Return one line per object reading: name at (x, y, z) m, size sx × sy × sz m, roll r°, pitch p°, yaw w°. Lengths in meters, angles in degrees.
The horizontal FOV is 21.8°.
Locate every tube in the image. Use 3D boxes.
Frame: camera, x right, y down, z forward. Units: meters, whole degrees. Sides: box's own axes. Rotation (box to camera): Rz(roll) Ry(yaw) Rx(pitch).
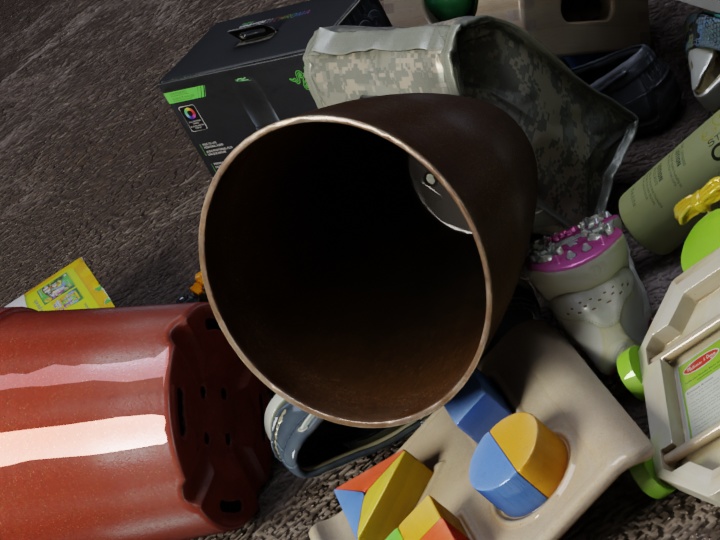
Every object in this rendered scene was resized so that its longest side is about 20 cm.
tube at (0.245, -0.087, 1.190) m, size 0.052 × 0.058 × 0.200 m, roll -14°, pitch -23°, yaw -48°

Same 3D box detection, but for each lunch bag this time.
lunch bag at (0.069, -0.108, 1.321) m, size 0.163 × 0.199 × 0.119 m, roll 7°, pitch 70°, yaw 51°

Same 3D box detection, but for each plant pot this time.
plant pot at (-0.174, 0.108, 1.244) m, size 0.193 × 0.202 × 0.201 m, roll -8°, pitch 32°, yaw 22°
plant pot at (0.030, -0.033, 1.138) m, size 0.185 × 0.189 × 0.200 m, roll -14°, pitch 14°, yaw 31°

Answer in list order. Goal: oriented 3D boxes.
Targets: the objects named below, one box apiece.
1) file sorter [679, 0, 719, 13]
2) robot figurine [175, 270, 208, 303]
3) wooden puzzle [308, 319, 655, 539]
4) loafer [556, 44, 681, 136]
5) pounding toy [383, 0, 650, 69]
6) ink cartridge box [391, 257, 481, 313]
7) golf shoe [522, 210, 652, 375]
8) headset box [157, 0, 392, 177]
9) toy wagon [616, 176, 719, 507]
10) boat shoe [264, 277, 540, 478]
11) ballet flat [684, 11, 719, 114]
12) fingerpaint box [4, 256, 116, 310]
file sorter at (0.267, -0.276, 1.391) m, size 0.198 × 0.126 × 0.139 m, roll 17°, pitch 29°, yaw 3°
robot figurine at (-0.060, 0.027, 1.398) m, size 0.145 × 0.059 × 0.200 m, roll -37°, pitch 27°, yaw -14°
wooden puzzle at (0.056, 0.122, 1.076) m, size 0.200 × 0.046 × 0.185 m, roll -43°, pitch 25°, yaw 5°
loafer at (0.152, -0.134, 1.445) m, size 0.199 × 0.071 × 0.068 m, roll -9°, pitch 34°, yaw 38°
pounding toy at (0.103, -0.198, 1.522) m, size 0.199 × 0.144 × 0.183 m, roll -11°, pitch 8°, yaw -42°
ink cartridge box at (0.000, 0.000, 1.291) m, size 0.099 × 0.040 × 0.200 m, roll -27°, pitch 28°, yaw -17°
golf shoe at (0.146, 0.015, 1.190) m, size 0.075 × 0.092 × 0.200 m, roll -24°, pitch 3°, yaw 10°
headset box at (-0.037, -0.113, 1.461) m, size 0.173 × 0.201 × 0.093 m, roll -5°, pitch 35°, yaw 41°
toy wagon at (0.211, 0.032, 1.037) m, size 0.155 × 0.039 × 0.201 m, roll -38°, pitch 35°, yaw 33°
boat shoe at (0.033, 0.069, 1.196) m, size 0.198 × 0.075 × 0.062 m, roll -24°, pitch 28°, yaw -9°
ballet flat at (0.274, -0.138, 1.336) m, size 0.074 × 0.075 × 0.200 m, roll -34°, pitch 22°, yaw -8°
fingerpaint box at (-0.252, 0.090, 1.473) m, size 0.166 × 0.074 × 0.200 m, roll -34°, pitch 25°, yaw -8°
